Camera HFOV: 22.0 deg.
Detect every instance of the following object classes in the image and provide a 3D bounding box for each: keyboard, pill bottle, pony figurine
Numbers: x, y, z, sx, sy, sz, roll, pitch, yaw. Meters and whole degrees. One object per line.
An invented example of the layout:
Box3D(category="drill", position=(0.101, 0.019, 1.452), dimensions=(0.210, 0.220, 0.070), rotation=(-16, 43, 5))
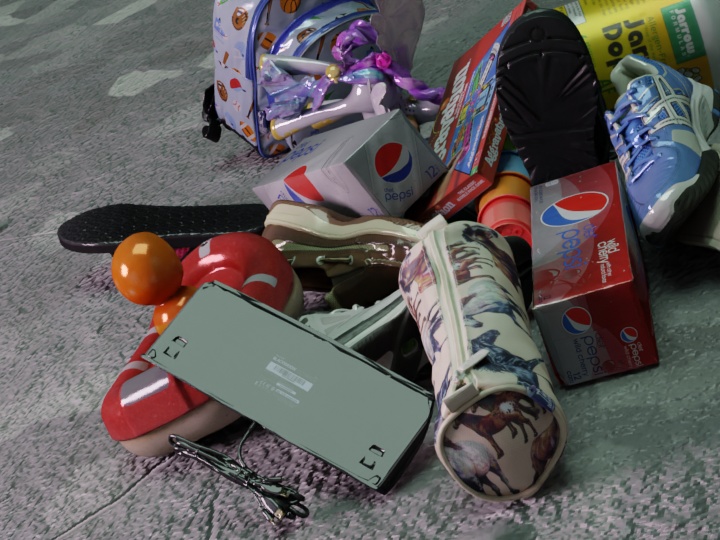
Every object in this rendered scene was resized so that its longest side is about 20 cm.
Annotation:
Box3D(category="keyboard", position=(-0.058, 0.091, 1.185), dimensions=(0.199, 0.021, 0.127), rotation=(26, 64, 28))
Box3D(category="pill bottle", position=(0.243, -0.184, 1.532), dimensions=(0.198, 0.114, 0.113), rotation=(-17, 23, 7))
Box3D(category="pony figurine", position=(0.014, -0.156, 1.594), dimensions=(0.198, 0.193, 0.168), rotation=(-2, 68, 26))

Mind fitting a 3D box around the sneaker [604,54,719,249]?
Box3D(category="sneaker", position=(0.205, -0.085, 1.306), dimensions=(0.076, 0.077, 0.201), rotation=(-52, 12, 29))

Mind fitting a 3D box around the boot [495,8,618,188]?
Box3D(category="boot", position=(0.150, -0.131, 1.393), dimensions=(0.073, 0.200, 0.163), rotation=(-11, 30, 13))

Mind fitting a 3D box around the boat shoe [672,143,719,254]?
Box3D(category="boat shoe", position=(0.264, -0.035, 1.274), dimensions=(0.073, 0.062, 0.200), rotation=(-61, 11, 9))

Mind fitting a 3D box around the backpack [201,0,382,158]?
Box3D(category="backpack", position=(-0.054, -0.218, 1.758), dimensions=(0.199, 0.192, 0.154), rotation=(-33, 42, -28))

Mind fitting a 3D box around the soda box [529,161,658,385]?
Box3D(category="soda box", position=(0.156, -0.001, 1.255), dimensions=(0.069, 0.064, 0.200), rotation=(-16, 24, 12))

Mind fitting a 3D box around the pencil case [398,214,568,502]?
Box3D(category="pencil case", position=(0.072, 0.047, 1.141), dimensions=(0.077, 0.090, 0.201), rotation=(-21, 33, 6))

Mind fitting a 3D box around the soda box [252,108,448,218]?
Box3D(category="soda box", position=(-0.013, -0.072, 1.477), dimensions=(0.068, 0.064, 0.200), rotation=(-45, 14, -19))

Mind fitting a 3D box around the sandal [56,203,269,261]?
Box3D(category="sandal", position=(-0.170, -0.025, 1.625), dimensions=(0.198, 0.045, 0.075), rotation=(-1, 31, 7))

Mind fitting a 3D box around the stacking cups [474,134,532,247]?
Box3D(category="stacking cups", position=(0.113, -0.056, 1.418), dimensions=(0.060, 0.061, 0.201), rotation=(-15, 26, 11))

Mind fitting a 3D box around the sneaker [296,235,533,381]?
Box3D(category="sneaker", position=(0.022, 0.028, 1.286), dimensions=(0.200, 0.076, 0.115), rotation=(-33, 27, -22))

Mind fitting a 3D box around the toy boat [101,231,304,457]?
Box3D(category="toy boat", position=(-0.127, 0.029, 1.316), dimensions=(0.130, 0.131, 0.200), rotation=(-27, 18, 25))

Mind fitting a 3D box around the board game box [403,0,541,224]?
Box3D(category="board game box", position=(0.087, -0.119, 1.459), dimensions=(0.103, 0.019, 0.201), rotation=(-40, 24, 46))

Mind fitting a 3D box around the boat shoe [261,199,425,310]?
Box3D(category="boat shoe", position=(0.003, 0.003, 1.394), dimensions=(0.201, 0.075, 0.075), rotation=(10, 72, 42))

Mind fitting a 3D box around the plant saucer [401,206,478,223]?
Box3D(category="plant saucer", position=(0.048, -0.043, 1.503), dimensions=(0.069, 0.019, 0.200), rotation=(-26, 24, -12))
